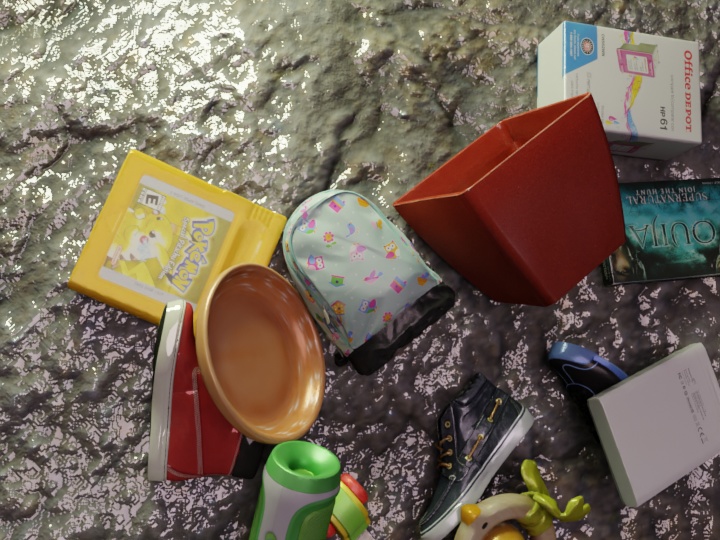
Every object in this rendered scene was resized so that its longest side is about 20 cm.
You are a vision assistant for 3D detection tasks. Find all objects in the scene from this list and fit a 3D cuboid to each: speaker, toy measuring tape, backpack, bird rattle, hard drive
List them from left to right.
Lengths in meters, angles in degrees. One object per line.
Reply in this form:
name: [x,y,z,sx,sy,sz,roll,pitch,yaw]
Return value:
speaker: [-0.078,0.287,0.866,0.088,0.088,0.201,10,106,-11]
toy measuring tape: [-0.001,0.295,0.926,0.074,0.074,0.200,-41,92,-15]
backpack: [0.000,0.000,0.944,0.167,0.127,0.200,-38,88,-12]
bird rattle: [0.177,0.320,0.934,0.162,0.113,0.201,0,106,-19]
hard drive: [0.370,0.183,0.994,0.199,0.027,0.133,-19,88,-31]

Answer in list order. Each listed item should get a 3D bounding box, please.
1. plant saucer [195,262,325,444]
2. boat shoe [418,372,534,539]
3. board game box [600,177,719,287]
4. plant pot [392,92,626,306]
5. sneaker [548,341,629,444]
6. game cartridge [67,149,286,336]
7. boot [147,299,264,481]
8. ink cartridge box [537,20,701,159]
plant saucer: [-0.112,0.092,0.898,0.200,0.037,0.201,34,47,-45]
boat shoe: [0.113,0.220,0.970,0.091,0.071,0.200,40,72,4]
board game box: [0.410,-0.053,1.097,0.199,0.028,0.136,-5,82,-14]
plant pot: [0.192,-0.067,0.973,0.200,0.200,0.177,-37,102,-16]
sneaker: [0.305,0.171,1.016,0.200,0.070,0.078,37,68,-6]
game cartridge: [-0.208,-0.022,0.947,0.199,0.032,0.177,23,77,-8]
boot: [-0.159,0.133,0.908,0.143,0.072,0.201,2,96,-13]
ink cartridge box: [0.341,-0.234,1.080,0.199,0.085,0.146,5,80,-14]
